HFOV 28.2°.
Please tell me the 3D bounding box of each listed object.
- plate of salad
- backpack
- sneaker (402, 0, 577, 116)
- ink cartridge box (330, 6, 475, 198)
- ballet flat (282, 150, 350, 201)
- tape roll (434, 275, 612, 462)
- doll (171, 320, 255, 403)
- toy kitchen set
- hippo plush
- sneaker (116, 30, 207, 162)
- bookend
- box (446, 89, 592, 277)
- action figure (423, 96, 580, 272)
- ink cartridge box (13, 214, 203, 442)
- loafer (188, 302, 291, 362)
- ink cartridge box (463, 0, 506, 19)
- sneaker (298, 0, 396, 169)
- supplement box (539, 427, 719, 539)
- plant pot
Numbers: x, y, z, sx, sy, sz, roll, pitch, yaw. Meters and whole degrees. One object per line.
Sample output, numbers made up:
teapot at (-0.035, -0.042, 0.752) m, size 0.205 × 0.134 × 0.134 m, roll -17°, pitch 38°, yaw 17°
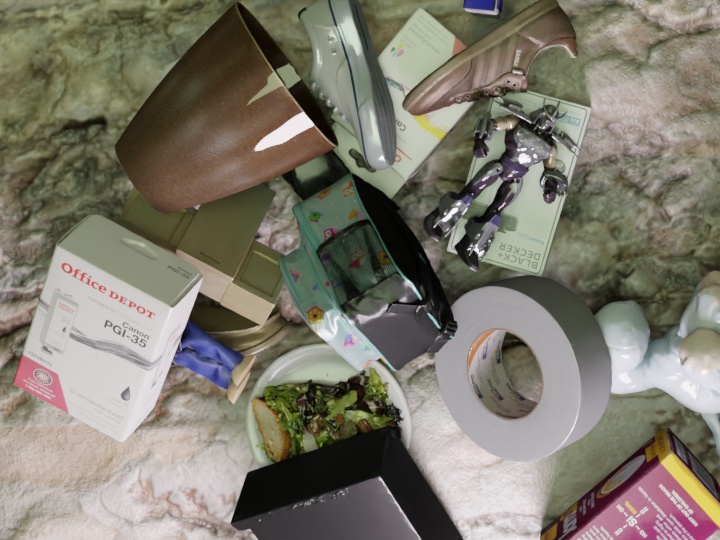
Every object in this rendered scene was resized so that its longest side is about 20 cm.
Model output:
plate of salad at (-0.040, 0.186, 1.693) m, size 0.200 × 0.048 × 0.201 m, roll 1°, pitch 97°, yaw 8°
backpack at (0.000, 0.000, 1.583) m, size 0.153 × 0.176 × 0.200 m, roll -27°, pitch 57°, yaw 14°
sneaker at (0.141, -0.212, 1.536) m, size 0.200 × 0.070 × 0.076 m, roll -34°, pitch 93°, yaw 10°
ink cartridge box at (0.049, -0.183, 1.619) m, size 0.116 × 0.067 × 0.200 m, roll 40°, pitch 101°, yaw 1°
ballet flat at (-0.075, -0.135, 1.660) m, size 0.200 × 0.057 × 0.066 m, roll 43°, pitch 94°, yaw -6°
tape roll at (0.179, 0.108, 1.593) m, size 0.200 × 0.066 × 0.201 m, roll 13°, pitch 110°, yaw 40°
doll at (-0.216, 0.072, 1.607) m, size 0.200 × 0.049 × 0.137 m, roll 26°, pitch 143°, yaw 4°
toy kitchen set at (-0.193, -0.008, 1.674) m, size 0.200 × 0.163 × 0.181 m, roll 28°, pitch 133°, yaw -5°
hippo plush at (0.341, 0.082, 1.601) m, size 0.160 × 0.159 × 0.200 m, roll 7°, pitch 142°, yaw 24°
sneaker at (-0.211, -0.198, 1.662) m, size 0.200 × 0.073 × 0.071 m, roll -41°, pitch 65°, yaw 12°
bookend at (-0.010, 0.307, 1.670) m, size 0.198 × 0.092 × 0.200 m, roll -22°, pitch 116°, yaw 22°
box at (0.180, -0.103, 1.616) m, size 0.116 × 0.060 × 0.200 m, roll 18°, pitch 100°, yaw 5°
action figure at (0.157, -0.102, 1.551) m, size 0.130 × 0.069 × 0.200 m, roll 34°, pitch 107°, yaw -10°
ink cartridge box at (-0.274, 0.062, 1.543) m, size 0.146 × 0.083 × 0.200 m, roll 28°, pitch 122°, yaw 5°
loafer at (-0.181, 0.071, 1.682) m, size 0.200 × 0.076 × 0.068 m, roll -11°, pitch 102°, yaw 9°
ink cartridge box at (0.136, -0.321, 1.521) m, size 0.039 × 0.200 × 0.100 m, roll 7°, pitch 97°, yaw 6°
sneaker at (-0.014, -0.201, 1.556) m, size 0.071 × 0.073 × 0.200 m, roll -17°, pitch 82°, yaw 20°
supplement box at (0.306, 0.288, 1.618) m, size 0.200 × 0.131 × 0.103 m, roll -43°, pitch 89°, yaw 10°
plant pot at (-0.157, -0.154, 1.545) m, size 0.200 × 0.187 × 0.187 m, roll -35°, pitch 92°, yaw 8°
